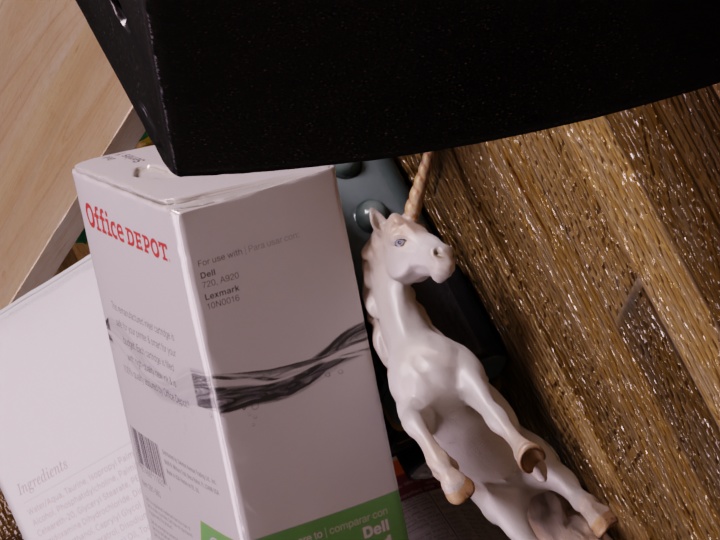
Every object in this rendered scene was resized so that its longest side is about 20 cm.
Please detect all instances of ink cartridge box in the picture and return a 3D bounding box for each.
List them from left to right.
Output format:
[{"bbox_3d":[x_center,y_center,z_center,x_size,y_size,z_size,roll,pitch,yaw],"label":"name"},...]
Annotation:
[{"bbox_3d":[-0.055,0.045,1.379,0.146,0.084,0.201,22,125,64],"label":"ink cartridge box"}]

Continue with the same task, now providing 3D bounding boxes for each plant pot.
[{"bbox_3d":[-0.008,-0.140,0.853,0.201,0.177,0.200,60,169,23],"label":"plant pot"}]

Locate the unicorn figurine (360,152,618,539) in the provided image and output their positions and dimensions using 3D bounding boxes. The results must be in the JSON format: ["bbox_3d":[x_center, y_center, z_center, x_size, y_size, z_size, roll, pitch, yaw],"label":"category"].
[{"bbox_3d":[0.050,0.061,1.316,0.138,0.074,0.201,-123,11,-52],"label":"unicorn figurine"}]

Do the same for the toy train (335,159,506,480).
[{"bbox_3d":[0.000,0.000,1.440,0.201,0.085,0.114,64,158,19],"label":"toy train"}]

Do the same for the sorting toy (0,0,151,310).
[{"bbox_3d":[-0.170,-0.107,1.712,0.200,0.069,0.199,-53,49,39],"label":"sorting toy"}]

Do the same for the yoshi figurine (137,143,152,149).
[{"bbox_3d":[-0.074,0.020,1.809,0.200,0.112,0.112,56,-178,33],"label":"yoshi figurine"}]

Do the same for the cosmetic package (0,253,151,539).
[{"bbox_3d":[-0.090,0.085,1.657,0.166,0.167,0.201,-30,84,38],"label":"cosmetic package"}]

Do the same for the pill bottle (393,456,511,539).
[{"bbox_3d":[0.056,0.186,1.486,0.200,0.109,0.110,55,166,45],"label":"pill bottle"}]
